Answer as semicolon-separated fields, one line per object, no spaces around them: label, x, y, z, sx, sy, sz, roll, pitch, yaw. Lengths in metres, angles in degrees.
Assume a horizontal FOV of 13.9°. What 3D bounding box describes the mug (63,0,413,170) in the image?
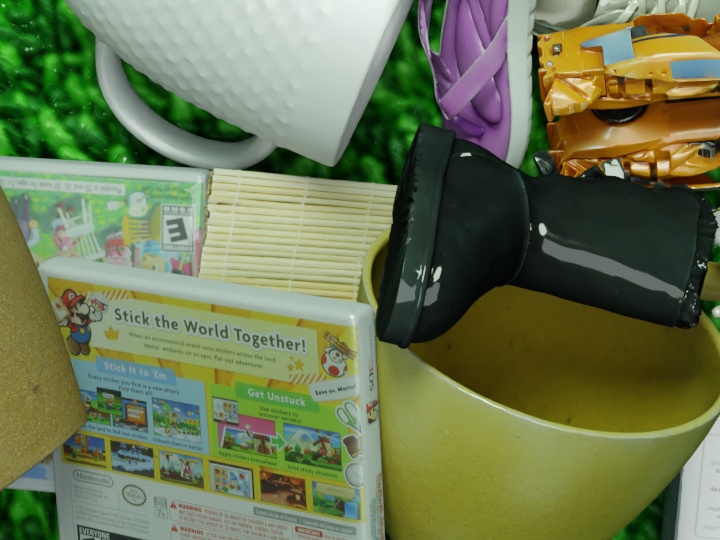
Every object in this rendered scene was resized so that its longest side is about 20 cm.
mug;-0.072;-0.137;1.553;0.175;0.148;0.200;24;129;2

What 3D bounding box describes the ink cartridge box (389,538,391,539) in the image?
ink cartridge box;0.059;0.195;1.662;0.099;0.039;0.200;9;99;-4

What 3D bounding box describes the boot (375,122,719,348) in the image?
boot;0.095;-0.005;1.490;0.162;0.198;0.073;17;116;-2

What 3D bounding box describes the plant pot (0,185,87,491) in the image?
plant pot;-0.237;0.026;1.518;0.186;0.186;0.200;-35;93;5

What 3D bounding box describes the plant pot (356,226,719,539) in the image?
plant pot;0.078;0.082;1.549;0.200;0.200;0.142;15;120;-5

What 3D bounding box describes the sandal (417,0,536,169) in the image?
sandal;0.055;-0.128;1.557;0.050;0.082;0.203;-14;128;-24

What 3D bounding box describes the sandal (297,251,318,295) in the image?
sandal;-0.046;0.052;1.625;0.080;0.054;0.200;-15;105;11

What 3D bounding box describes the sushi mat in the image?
sushi mat;0.000;0.000;1.587;0.200;0.012;0.096;5;95;-31

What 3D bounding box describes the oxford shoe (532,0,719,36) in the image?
oxford shoe;0.157;-0.144;1.593;0.200;0.058;0.075;11;98;-5

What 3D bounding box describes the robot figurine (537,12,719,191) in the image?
robot figurine;0.197;-0.089;1.575;0.200;0.058;0.145;-4;145;6

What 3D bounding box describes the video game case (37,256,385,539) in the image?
video game case;-0.077;0.092;1.535;0.200;0.023;0.182;9;111;31

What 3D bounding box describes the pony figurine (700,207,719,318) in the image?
pony figurine;0.268;0.009;1.552;0.193;0.200;0.167;2;100;-2

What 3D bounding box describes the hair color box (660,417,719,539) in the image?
hair color box;0.219;0.152;1.648;0.099;0.061;0.200;4;100;-2

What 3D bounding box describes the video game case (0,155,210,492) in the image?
video game case;-0.179;0.030;1.607;0.200;0.022;0.182;4;101;12
